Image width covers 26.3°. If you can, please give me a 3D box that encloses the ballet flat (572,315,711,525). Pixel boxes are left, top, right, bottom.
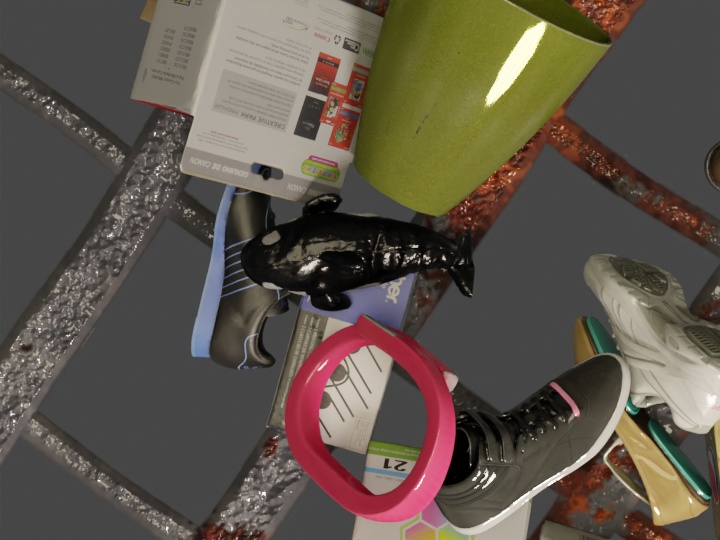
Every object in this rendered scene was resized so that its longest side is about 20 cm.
[{"bbox_3d":[0.227,0.135,1.338,0.063,0.069,0.200,-34,86,22],"label":"ballet flat"}]

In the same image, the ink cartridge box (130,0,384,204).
[{"bbox_3d":[-0.086,-0.157,1.295,0.084,0.200,0.176,19,94,41],"label":"ink cartridge box"}]

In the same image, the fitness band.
[{"bbox_3d":[0.009,0.121,1.271,0.200,0.037,0.144,36,103,50],"label":"fitness band"}]

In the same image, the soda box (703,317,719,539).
[{"bbox_3d":[0.330,0.139,1.320,0.064,0.068,0.200,-6,91,5],"label":"soda box"}]

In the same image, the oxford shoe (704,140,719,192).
[{"bbox_3d":[0.394,-0.089,1.300,0.200,0.084,0.073,2,93,9],"label":"oxford shoe"}]

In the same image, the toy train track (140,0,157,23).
[{"bbox_3d":[-0.123,-0.254,1.389,0.115,0.033,0.200,23,88,13],"label":"toy train track"}]

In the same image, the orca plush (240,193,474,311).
[{"bbox_3d":[0.000,0.000,1.303,0.200,0.071,0.105,13,109,-8],"label":"orca plush"}]

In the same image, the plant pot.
[{"bbox_3d":[0.080,-0.154,1.302,0.187,0.187,0.200,32,109,5],"label":"plant pot"}]

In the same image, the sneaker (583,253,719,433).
[{"bbox_3d":[0.239,0.062,1.293,0.078,0.200,0.099,3,122,-29],"label":"sneaker"}]

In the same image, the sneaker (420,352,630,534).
[{"bbox_3d":[0.132,0.130,1.248,0.200,0.099,0.071,-41,53,3],"label":"sneaker"}]

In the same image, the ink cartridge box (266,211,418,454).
[{"bbox_3d":[-0.011,0.054,1.374,0.094,0.044,0.200,15,93,5],"label":"ink cartridge box"}]

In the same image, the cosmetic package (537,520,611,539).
[{"bbox_3d":[0.186,0.334,1.340,0.113,0.081,0.200,16,95,7],"label":"cosmetic package"}]

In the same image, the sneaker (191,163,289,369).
[{"bbox_3d":[-0.094,-0.010,1.375,0.078,0.070,0.200,13,99,2],"label":"sneaker"}]

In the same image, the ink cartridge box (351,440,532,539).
[{"bbox_3d":[0.063,0.262,1.322,0.148,0.076,0.200,8,70,7],"label":"ink cartridge box"}]
